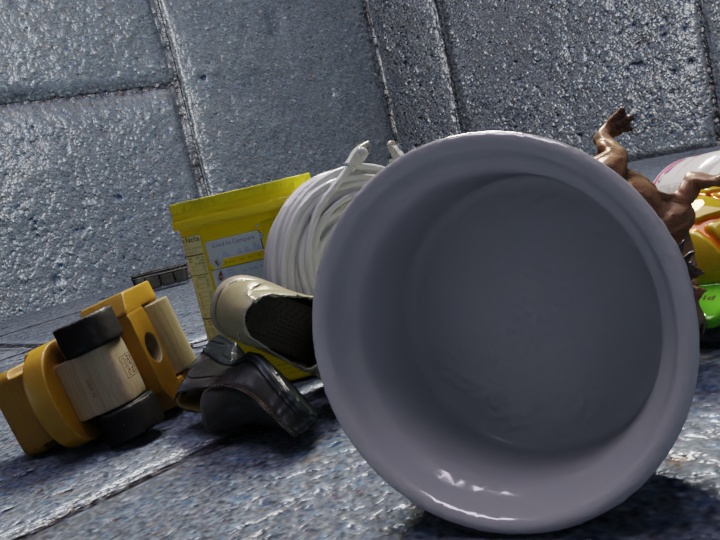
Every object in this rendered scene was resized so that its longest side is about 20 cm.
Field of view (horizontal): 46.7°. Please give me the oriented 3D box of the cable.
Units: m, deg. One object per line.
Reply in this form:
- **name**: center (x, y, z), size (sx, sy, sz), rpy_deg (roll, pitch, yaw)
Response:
- **cable**: center (0.000, 0.000, 0.802), size (0.200, 0.200, 0.069), rpy_deg (-40, 13, -23)

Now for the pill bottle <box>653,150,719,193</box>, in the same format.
- **pill bottle**: center (0.408, -0.078, 0.942), size (0.113, 0.114, 0.200), rpy_deg (-13, 3, 4)

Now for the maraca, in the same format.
- **maraca**: center (0.296, -0.008, 0.708), size (0.137, 0.107, 0.200), rpy_deg (-3, 27, 40)

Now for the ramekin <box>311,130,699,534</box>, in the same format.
- **ramekin**: center (0.083, 0.028, 0.452), size (0.200, 0.201, 0.098), rpy_deg (-9, 0, 30)

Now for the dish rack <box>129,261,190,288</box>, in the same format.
- **dish rack**: center (-0.532, 0.015, 2.263), size (0.153, 0.055, 0.200), rpy_deg (-13, 7, -5)

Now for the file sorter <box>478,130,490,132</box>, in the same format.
- **file sorter**: center (0.094, -0.076, 1.061), size (0.139, 0.123, 0.200), rpy_deg (-21, -5, -44)

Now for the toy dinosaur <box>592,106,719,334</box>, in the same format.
- **toy dinosaur**: center (0.199, -0.044, 0.638), size (0.200, 0.086, 0.135), rpy_deg (37, 58, 25)

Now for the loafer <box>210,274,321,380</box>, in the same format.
- **loafer**: center (-0.028, 0.058, 0.702), size (0.199, 0.076, 0.068), rpy_deg (14, 6, -18)

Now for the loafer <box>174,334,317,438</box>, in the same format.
- **loafer**: center (-0.099, 0.111, 0.700), size (0.072, 0.073, 0.200), rpy_deg (-46, 20, -17)

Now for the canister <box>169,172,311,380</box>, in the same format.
- **canister**: center (-0.101, 0.013, 0.865), size (0.148, 0.201, 0.087), rpy_deg (-13, 7, 1)

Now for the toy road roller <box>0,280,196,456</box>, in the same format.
- **toy road roller**: center (-0.262, 0.102, 0.821), size (0.145, 0.123, 0.200), rpy_deg (-23, 6, 10)
